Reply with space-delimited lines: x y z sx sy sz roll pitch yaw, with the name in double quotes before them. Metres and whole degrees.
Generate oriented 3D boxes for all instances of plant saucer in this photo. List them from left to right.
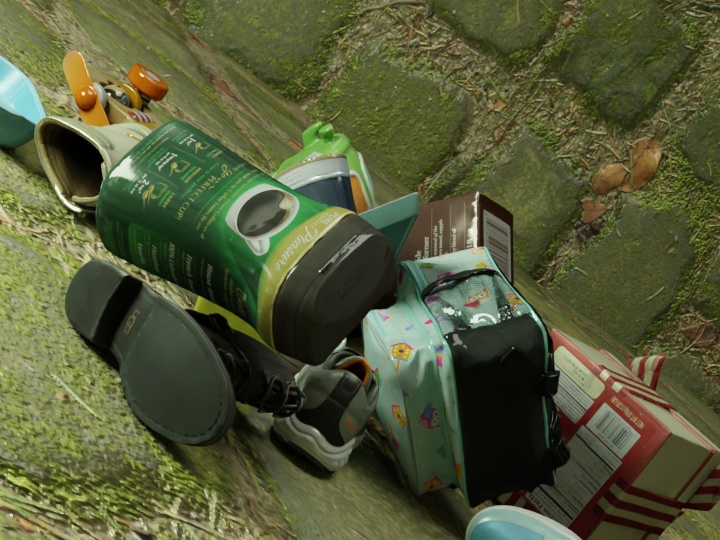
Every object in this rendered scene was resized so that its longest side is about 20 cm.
"plant saucer" 0.000 0.000 1.333 0.019 0.069 0.200 59 -24 19

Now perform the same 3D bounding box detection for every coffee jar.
"coffee jar" -0.078 -0.019 1.093 0.199 0.104 0.086 29 -36 23

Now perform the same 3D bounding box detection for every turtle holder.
"turtle holder" -0.059 -0.088 1.939 0.132 0.141 0.185 51 -35 -13

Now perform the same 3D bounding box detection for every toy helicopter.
"toy helicopter" -0.239 -0.152 1.637 0.132 0.079 0.200 28 17 -48

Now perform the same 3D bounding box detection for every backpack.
"backpack" 0.081 0.080 1.318 0.201 0.152 0.177 -99 177 -61

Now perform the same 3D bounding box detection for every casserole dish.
"casserole dish" -0.338 -0.163 1.392 0.121 0.039 0.200 34 10 -29

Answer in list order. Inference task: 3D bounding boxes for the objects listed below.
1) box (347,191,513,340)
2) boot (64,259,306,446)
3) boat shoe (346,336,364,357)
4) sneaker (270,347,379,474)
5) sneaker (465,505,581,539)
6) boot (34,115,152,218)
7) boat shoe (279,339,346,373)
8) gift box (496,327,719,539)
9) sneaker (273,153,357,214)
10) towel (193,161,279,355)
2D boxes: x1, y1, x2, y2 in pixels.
"box" 0.043 -0.001 1.495 0.075 0.199 0.101 27 57 -50
"boot" -0.096 0.066 1.084 0.174 0.069 0.200 29 11 -47
"boat shoe" 0.051 0.115 1.467 0.073 0.063 0.200 29 13 -47
"sneaker" -0.015 0.097 1.236 0.074 0.080 0.200 36 7 -3
"sneaker" 0.135 0.237 1.122 0.200 0.080 0.130 42 8 27
"boot" -0.182 -0.055 1.369 0.200 0.072 0.154 47 14 15
"boat shoe" -0.087 0.004 1.314 0.202 0.075 0.086 47 -34 -13
"gift box" 0.237 0.172 1.519 0.185 0.200 0.186 48 11 30
"sneaker" -0.060 -0.024 1.422 0.070 0.200 0.110 -11 81 -30
"towel" -0.077 0.003 1.215 0.086 0.201 0.018 41 53 12
